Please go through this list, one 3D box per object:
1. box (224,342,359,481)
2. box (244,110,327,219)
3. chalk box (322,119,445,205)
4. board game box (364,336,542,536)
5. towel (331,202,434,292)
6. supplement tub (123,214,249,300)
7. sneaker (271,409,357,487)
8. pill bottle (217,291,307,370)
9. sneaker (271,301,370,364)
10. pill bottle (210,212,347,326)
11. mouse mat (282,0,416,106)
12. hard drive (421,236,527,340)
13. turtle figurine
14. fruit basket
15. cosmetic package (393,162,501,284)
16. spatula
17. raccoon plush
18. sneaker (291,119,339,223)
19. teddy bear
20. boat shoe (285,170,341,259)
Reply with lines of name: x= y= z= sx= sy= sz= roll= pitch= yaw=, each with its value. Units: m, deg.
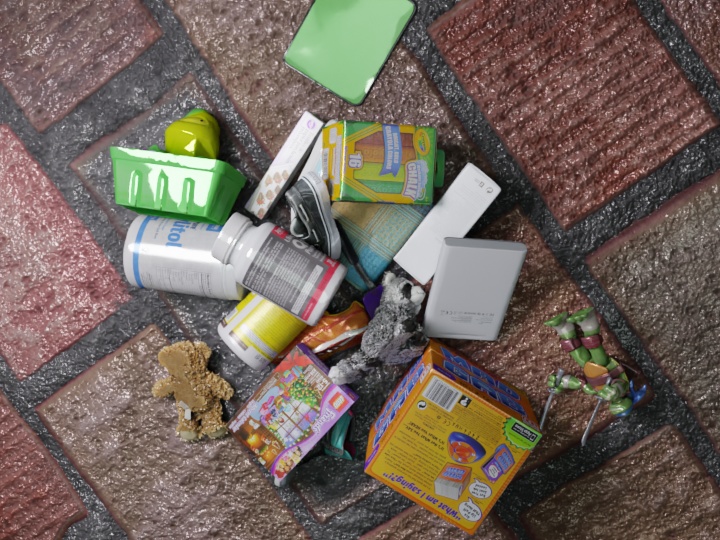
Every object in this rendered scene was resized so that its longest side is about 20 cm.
box: x=-0.118 y=0.240 z=1.366 sx=0.137 sy=0.039 sz=0.200 roll=43 pitch=103 yaw=7
box: x=-0.129 y=-0.180 z=1.383 sx=0.039 sy=0.041 sz=0.200 roll=35 pitch=102 yaw=2
chalk box: x=0.048 y=-0.168 z=1.285 sx=0.200 sy=0.124 sz=0.125 roll=0 pitch=94 yaw=-18
board game box: x=0.146 y=0.260 z=1.312 sx=0.200 sy=0.200 sz=0.200 roll=31 pitch=101 yaw=-3
towel: x=0.012 y=-0.080 z=1.387 sx=0.147 sy=0.022 sz=0.200 roll=39 pitch=99 yaw=1
supplement tub: x=-0.291 y=-0.023 z=1.382 sx=0.200 sy=0.132 sz=0.132 roll=6 pitch=98 yaw=7
sneaker: x=-0.069 y=0.316 z=1.422 sx=0.121 sy=0.084 sz=0.200 roll=27 pitch=99 yaw=13
pill bottle: x=-0.140 y=0.066 z=1.372 sx=0.109 sy=0.109 sz=0.200 roll=45 pitch=88 yaw=0
sneaker: x=-0.073 y=0.115 z=1.410 sx=0.200 sy=0.073 sz=0.077 roll=-23 pitch=65 yaw=12
pill bottle: x=-0.130 y=-0.007 z=1.266 sx=0.200 sy=0.111 sz=0.111 roll=30 pitch=101 yaw=-1
mouse mat: x=-0.020 y=-0.400 z=1.355 sx=0.161 sy=0.008 sz=0.200 roll=32 pitch=100 yaw=3
hard drive: x=0.181 y=0.034 z=1.309 sx=0.132 sy=0.026 sz=0.200 roll=4 pitch=130 yaw=-7
turtle figurine: x=0.356 y=0.171 z=1.309 sx=0.200 sy=0.144 sz=0.194 roll=-23 pitch=90 yaw=7
fruit basket: x=-0.293 y=-0.186 z=1.334 sx=0.215 sy=0.156 sz=0.216 roll=-1 pitch=83 yaw=9
cosmetic package: x=0.144 y=-0.078 z=1.327 sx=0.074 sy=0.102 sz=0.200 roll=40 pitch=100 yaw=2
spatula: x=0.000 y=0.000 z=1.371 sx=0.056 sy=0.021 sz=0.200 roll=-33 pitch=94 yaw=-19
raccoon plush: x=0.021 y=0.086 z=1.328 sx=0.200 sy=0.097 sz=0.134 roll=-20 pitch=53 yaw=-2
sneaker: x=-0.053 y=-0.150 z=1.354 sx=0.082 sy=0.074 sz=0.200 roll=25 pitch=101 yaw=18
teddy bear: x=-0.301 y=0.219 z=1.456 sx=0.145 sy=0.067 sz=0.200 roll=-24 pitch=100 yaw=20
boat shoe: x=-0.083 y=-0.078 z=1.302 sx=0.071 sy=0.200 sz=0.072 roll=-30 pitch=52 yaw=-14
